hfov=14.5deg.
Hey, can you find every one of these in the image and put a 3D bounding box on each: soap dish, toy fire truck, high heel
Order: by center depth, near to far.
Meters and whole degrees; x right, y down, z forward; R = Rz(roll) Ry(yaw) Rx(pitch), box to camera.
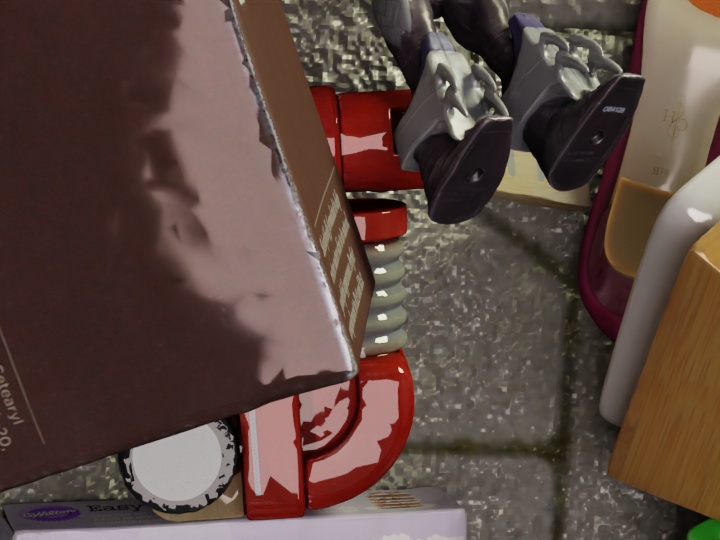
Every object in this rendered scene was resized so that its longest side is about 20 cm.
[{"bbox_3d":[0.178,0.005,1.104,0.157,0.200,0.081,-37,71,-21],"label":"soap dish"},{"bbox_3d":[0.000,0.000,1.126,0.199,0.129,0.177,-4,98,-2],"label":"toy fire truck"},{"bbox_3d":[0.138,-0.067,1.186,0.067,0.096,0.200,24,73,9],"label":"high heel"}]

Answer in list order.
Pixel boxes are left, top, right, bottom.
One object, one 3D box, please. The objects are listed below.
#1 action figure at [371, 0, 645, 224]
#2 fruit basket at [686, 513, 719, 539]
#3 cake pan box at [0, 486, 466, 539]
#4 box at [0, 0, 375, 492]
[{"bbox_3d":[0.027,-0.108,1.086,0.130,0.200,0.069,-8,136,-27],"label":"action figure"},{"bbox_3d":[0.247,0.171,1.184,0.215,0.156,0.216,-14,126,-20],"label":"fruit basket"},{"bbox_3d":[-0.055,0.185,1.161,0.199,0.052,0.185,0,95,-13],"label":"cake pan box"},{"bbox_3d":[-0.115,-0.024,0.968,0.200,0.166,0.165,-18,99,6],"label":"box"}]
